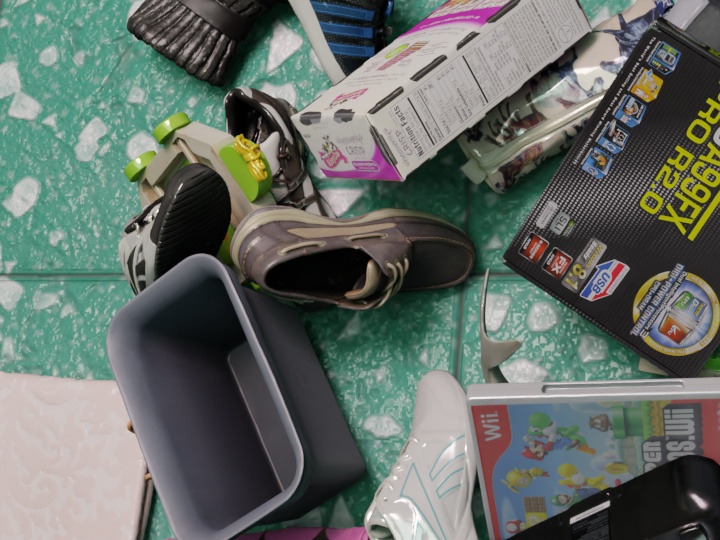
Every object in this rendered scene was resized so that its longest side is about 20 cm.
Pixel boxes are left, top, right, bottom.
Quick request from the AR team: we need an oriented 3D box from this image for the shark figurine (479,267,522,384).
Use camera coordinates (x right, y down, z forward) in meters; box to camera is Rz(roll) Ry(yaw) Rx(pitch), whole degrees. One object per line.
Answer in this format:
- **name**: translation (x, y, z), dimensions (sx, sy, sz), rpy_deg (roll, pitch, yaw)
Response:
- **shark figurine**: translation (0.152, 0.098, 1.004), dimensions (0.213, 0.090, 0.128), rpy_deg (31, 131, -9)

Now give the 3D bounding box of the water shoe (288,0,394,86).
- **water shoe**: translation (-0.003, -0.206, 1.106), dimensions (0.078, 0.072, 0.201), rpy_deg (-24, 112, 22)

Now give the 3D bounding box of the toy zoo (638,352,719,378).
- **toy zoo**: translation (0.275, -0.015, 0.970), dimensions (0.130, 0.020, 0.202), rpy_deg (9, 105, 15)

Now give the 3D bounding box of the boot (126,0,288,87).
- **boot**: translation (-0.091, -0.228, 1.194), dimensions (0.210, 0.079, 0.159), rpy_deg (28, 85, 30)

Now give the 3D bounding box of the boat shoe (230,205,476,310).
- **boat shoe**: translation (0.000, 0.000, 1.054), dimensions (0.074, 0.198, 0.075), rpy_deg (-116, 32, -49)

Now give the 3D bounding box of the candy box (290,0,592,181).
- **candy box**: translation (0.060, -0.148, 1.047), dimensions (0.199, 0.061, 0.136), rpy_deg (-38, 19, -17)

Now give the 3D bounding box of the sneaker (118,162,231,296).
- **sneaker**: translation (-0.157, -0.024, 1.083), dimensions (0.074, 0.201, 0.089), rpy_deg (-29, 64, -32)

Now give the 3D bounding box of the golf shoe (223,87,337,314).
- **golf shoe**: translation (-0.072, -0.060, 1.136), dimensions (0.077, 0.094, 0.201), rpy_deg (-27, 70, 12)

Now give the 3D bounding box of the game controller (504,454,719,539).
- **game controller**: translation (0.162, 0.196, 0.928), dimensions (0.199, 0.042, 0.105), rpy_deg (-32, 23, 30)

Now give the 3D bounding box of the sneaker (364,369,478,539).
- **sneaker**: translation (0.045, 0.162, 1.015), dimensions (0.079, 0.071, 0.202), rpy_deg (5, 57, -7)

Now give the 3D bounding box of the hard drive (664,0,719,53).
- **hard drive**: translation (0.242, -0.093, 0.997), dimensions (0.134, 0.042, 0.201), rpy_deg (31, 108, 4)

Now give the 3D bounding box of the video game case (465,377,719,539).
- **video game case**: translation (0.180, 0.135, 0.957), dimensions (0.198, 0.144, 0.018), rpy_deg (-3, 36, 14)

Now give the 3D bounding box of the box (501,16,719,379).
- **box**: translation (0.215, -0.047, 0.946), dimensions (0.160, 0.044, 0.201), rpy_deg (35, 111, 8)

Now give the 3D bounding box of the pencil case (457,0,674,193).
- **pencil case**: translation (0.164, -0.134, 1.063), dimensions (0.199, 0.090, 0.078), rpy_deg (-29, 105, 11)

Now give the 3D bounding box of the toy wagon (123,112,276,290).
- **toy wagon**: translation (-0.115, -0.052, 1.111), dimensions (0.156, 0.039, 0.200), rpy_deg (56, 142, 4)

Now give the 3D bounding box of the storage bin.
- **storage bin**: translation (-0.092, 0.110, 1.055), dimensions (0.145, 0.134, 0.201), rpy_deg (-35, 65, 21)

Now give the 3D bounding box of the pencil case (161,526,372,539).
- **pencil case**: translation (-0.074, 0.246, 1.063), dimensions (0.198, 0.094, 0.091), rpy_deg (-7, 29, 20)

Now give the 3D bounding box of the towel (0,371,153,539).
- **towel**: translation (-0.265, 0.187, 1.182), dimensions (0.198, 0.032, 0.193), rpy_deg (2, 78, 23)
